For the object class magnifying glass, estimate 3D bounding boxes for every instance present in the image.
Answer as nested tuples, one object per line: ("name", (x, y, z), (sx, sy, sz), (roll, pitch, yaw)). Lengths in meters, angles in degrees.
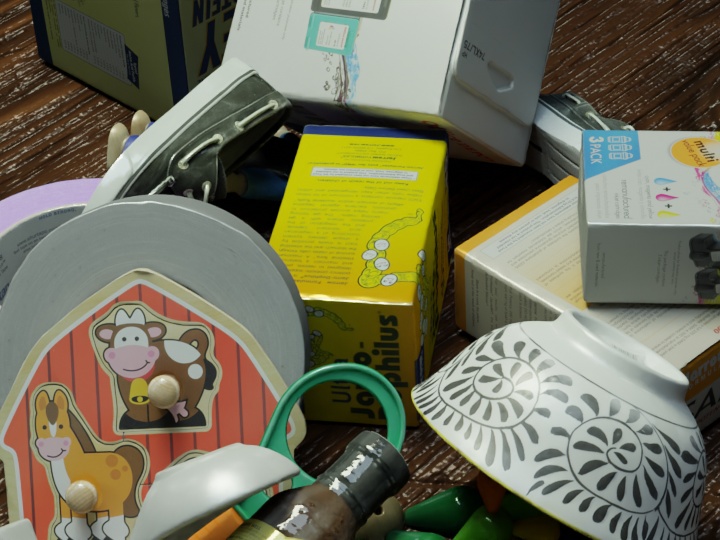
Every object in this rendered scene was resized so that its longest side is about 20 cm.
("magnifying glass", (-0.056, 0.134, 1.285), (0.200, 0.080, 0.022), (-40, 4, -2))

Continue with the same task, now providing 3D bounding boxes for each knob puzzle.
("knob puzzle", (-0.131, 0.100, 1.304), (0.217, 0.222, 0.030), (-3, 5, 1))

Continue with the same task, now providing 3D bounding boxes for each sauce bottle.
("sauce bottle", (-0.049, 0.169, 1.204), (0.064, 0.065, 0.200), (27, 59, 34))

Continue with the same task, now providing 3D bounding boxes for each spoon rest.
("spoon rest", (-0.122, 0.150, 1.239), (0.199, 0.061, 0.099), (-20, -2, 26))

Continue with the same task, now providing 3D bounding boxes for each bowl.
("bowl", (0.139, 0.086, 1.285), (0.200, 0.095, 0.201), (30, 10, -6))

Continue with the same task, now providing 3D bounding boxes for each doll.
("doll", (-0.090, -0.084, 1.645), (0.198, 0.049, 0.136), (12, 24, 18))

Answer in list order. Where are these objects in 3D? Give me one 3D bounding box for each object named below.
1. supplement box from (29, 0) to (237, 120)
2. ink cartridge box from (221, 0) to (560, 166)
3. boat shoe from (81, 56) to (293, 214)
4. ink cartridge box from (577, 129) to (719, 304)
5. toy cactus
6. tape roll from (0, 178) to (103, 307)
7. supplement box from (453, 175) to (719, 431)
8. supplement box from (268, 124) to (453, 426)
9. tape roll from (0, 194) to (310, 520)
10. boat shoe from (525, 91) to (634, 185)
("supplement box", (-0.165, -0.249, 1.741), (0.199, 0.201, 0.134), (29, 49, 33))
("ink cartridge box", (0.025, -0.175, 1.606), (0.198, 0.146, 0.148), (10, 83, 31))
("boat shoe", (-0.124, -0.071, 1.508), (0.063, 0.071, 0.200), (37, 63, 10))
("ink cartridge box", (0.247, -0.036, 1.421), (0.198, 0.068, 0.116), (1, 37, 3))
("toy cactus", (0.022, 0.164, 1.297), (0.199, 0.103, 0.165), (-37, 37, -22))
("tape roll", (-0.199, 0.018, 1.513), (0.198, 0.066, 0.201), (-3, 38, 2))
("supplement box", (0.176, 0.027, 1.459), (0.126, 0.074, 0.199), (-30, 45, -31))
("supplement box", (0.000, 0.000, 1.482), (0.108, 0.110, 0.201), (3, 39, 9))
("tape roll", (-0.131, 0.054, 1.349), (0.198, 0.203, 0.066), (-4, 5, 0))
("boat shoe", (0.179, -0.090, 1.610), (0.070, 0.073, 0.200), (-22, 39, -15))
